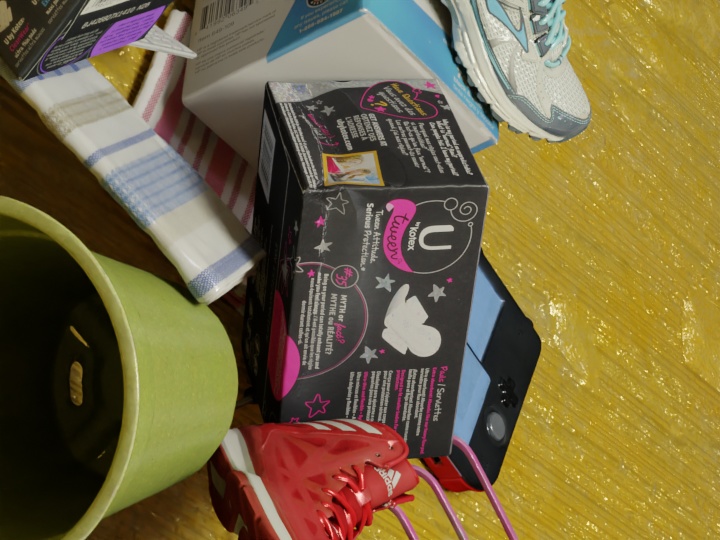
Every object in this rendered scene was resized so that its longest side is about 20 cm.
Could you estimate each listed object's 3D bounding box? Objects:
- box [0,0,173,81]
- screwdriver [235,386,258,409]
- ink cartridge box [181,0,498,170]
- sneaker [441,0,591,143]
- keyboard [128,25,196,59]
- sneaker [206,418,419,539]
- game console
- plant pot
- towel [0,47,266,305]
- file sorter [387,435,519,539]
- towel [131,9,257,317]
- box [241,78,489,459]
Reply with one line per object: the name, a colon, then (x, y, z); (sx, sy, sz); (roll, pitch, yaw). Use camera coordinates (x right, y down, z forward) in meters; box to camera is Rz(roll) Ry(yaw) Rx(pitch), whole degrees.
box: (-0.188, -0.222, 1.401); (0.200, 0.106, 0.122); (49, 35, 9)
screwdriver: (-0.078, 0.081, 1.575); (0.200, 0.028, 0.029); (-12, 117, -55)
ink cartridge box: (-0.007, -0.168, 1.626); (0.146, 0.147, 0.200); (41, 38, -37)
sneaker: (0.095, -0.166, 1.555); (0.200, 0.086, 0.078); (54, 31, -22)
keyboard: (-0.183, -0.151, 1.482); (0.200, 0.056, 0.011); (7, 106, -47)
sneaker: (-0.014, 0.129, 1.412); (0.200, 0.115, 0.078); (-124, -155, -59)
game console: (0.056, 0.038, 1.768); (0.200, 0.031, 0.177); (55, 41, -27)
plant pot: (-0.162, 0.062, 1.362); (0.190, 0.200, 0.200); (2, 77, -66)
towel: (-0.136, -0.063, 1.448); (0.200, 0.024, 0.147); (47, 11, -1)
file sorter: (-0.005, 0.201, 1.533); (0.126, 0.139, 0.200); (61, 36, -6)
towel: (-0.075, -0.056, 1.624); (0.200, 0.030, 0.146); (44, 46, -36)
box: (0.000, 0.000, 1.524); (0.132, 0.115, 0.200); (-110, -157, -54)
